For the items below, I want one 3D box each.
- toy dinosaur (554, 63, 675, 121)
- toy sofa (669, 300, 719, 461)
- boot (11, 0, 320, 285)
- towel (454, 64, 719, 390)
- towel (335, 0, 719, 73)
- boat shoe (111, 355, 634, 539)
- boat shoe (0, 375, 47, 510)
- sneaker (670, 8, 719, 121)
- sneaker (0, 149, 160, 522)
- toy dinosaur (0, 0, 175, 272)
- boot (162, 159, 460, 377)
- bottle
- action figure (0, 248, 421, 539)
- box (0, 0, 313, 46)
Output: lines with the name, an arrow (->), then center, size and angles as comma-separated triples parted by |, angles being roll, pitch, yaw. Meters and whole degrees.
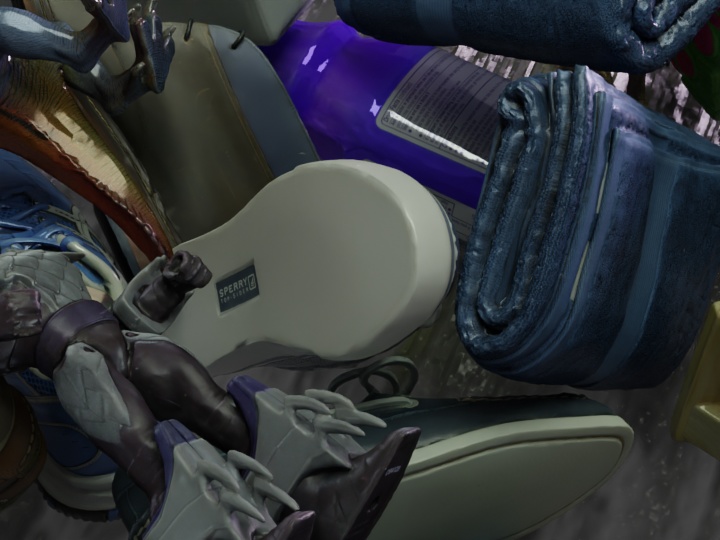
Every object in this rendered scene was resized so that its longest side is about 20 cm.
toy dinosaur -> 0.116, -0.117, 0.930 | 0.058, 0.200, 0.102 | -3, 90, -13
toy sofa -> 0.193, 0.106, 0.741 | 0.097, 0.083, 0.201 | -1, 47, -8
boot -> -0.088, -0.090, 0.839 | 0.096, 0.075, 0.201 | -22, 89, -10
towel -> 0.096, -0.009, 0.751 | 0.048, 0.112, 0.200 | 14, 1, 23
towel -> 0.072, -0.137, 0.801 | 0.112, 0.049, 0.200 | -51, 34, -15
boat shoe -> 0.006, 0.074, 0.727 | 0.199, 0.075, 0.062 | -15, 46, -19
boat shoe -> -0.208, 0.095, 0.702 | 0.199, 0.068, 0.072 | -20, 57, 2
sneaker -> 0.183, -0.127, 0.895 | 0.083, 0.200, 0.077 | -26, 79, -3
sneaker -> -0.126, 0.005, 0.792 | 0.075, 0.077, 0.200 | -20, 51, -23
toy dinosaur -> -0.172, -0.088, 0.751 | 0.180, 0.105, 0.201 | -6, 85, 14
boot -> 0.000, 0.000, 0.742 | 0.090, 0.200, 0.073 | -4, 86, -31
bottle -> 0.023, -0.064, 0.887 | 0.199, 0.066, 0.084 | 25, 43, 15
action figure -> -0.083, 0.031, 0.653 | 0.200, 0.070, 0.130 | 36, 30, 22
box -> -0.095, -0.212, 0.922 | 0.198, 0.131, 0.200 | 6, 40, 30
